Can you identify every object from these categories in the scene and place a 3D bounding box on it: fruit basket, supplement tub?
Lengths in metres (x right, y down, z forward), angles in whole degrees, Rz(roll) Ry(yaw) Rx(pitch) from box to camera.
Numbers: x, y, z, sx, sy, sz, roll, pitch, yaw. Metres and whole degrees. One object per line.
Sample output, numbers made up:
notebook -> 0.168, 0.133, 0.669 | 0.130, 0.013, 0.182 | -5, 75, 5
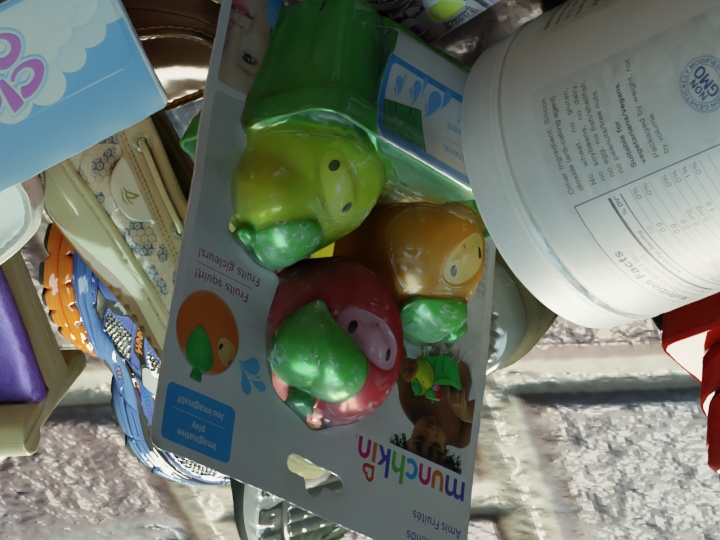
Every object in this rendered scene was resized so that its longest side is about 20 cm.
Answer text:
fruit basket -> 0.000, 0.000, 1.064 | 0.093, 0.201, 0.185 | -17, 148, 38
supplement tub -> 0.152, -0.068, 1.028 | 0.199, 0.133, 0.132 | -23, 134, 38

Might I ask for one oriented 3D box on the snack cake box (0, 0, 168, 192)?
snack cake box -> -0.182, -0.063, 0.964 | 0.199, 0.115, 0.067 | -28, 123, -4

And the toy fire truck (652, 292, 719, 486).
toy fire truck -> 0.214, 0.087, 1.170 | 0.128, 0.201, 0.176 | -20, 136, 35

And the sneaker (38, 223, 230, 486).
sneaker -> -0.080, 0.042, 1.272 | 0.078, 0.076, 0.200 | 1, 147, 27

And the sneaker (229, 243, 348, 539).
sneaker -> -0.030, 0.035, 1.208 | 0.074, 0.085, 0.201 | -7, 116, -34

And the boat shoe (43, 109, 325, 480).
boat shoe -> -0.062, 0.002, 1.100 | 0.063, 0.073, 0.200 | -35, 112, 10

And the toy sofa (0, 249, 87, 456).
toy sofa -> -0.193, -0.012, 1.090 | 0.082, 0.098, 0.201 | -5, 119, 25

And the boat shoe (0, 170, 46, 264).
boat shoe -> -0.212, 0.005, 1.022 | 0.199, 0.069, 0.075 | -22, 117, 6

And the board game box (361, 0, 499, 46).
board game box -> 0.048, -0.161, 1.007 | 0.120, 0.032, 0.200 | 33, 138, -27

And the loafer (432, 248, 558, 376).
loafer -> 0.029, 0.034, 1.240 | 0.069, 0.076, 0.200 | -19, 180, -36

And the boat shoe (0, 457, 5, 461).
boat shoe -> -0.250, 0.075, 1.361 | 0.199, 0.074, 0.067 | -18, 140, 33

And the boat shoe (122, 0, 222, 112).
boat shoe -> -0.138, -0.074, 1.135 | 0.199, 0.068, 0.072 | -8, 142, 22
